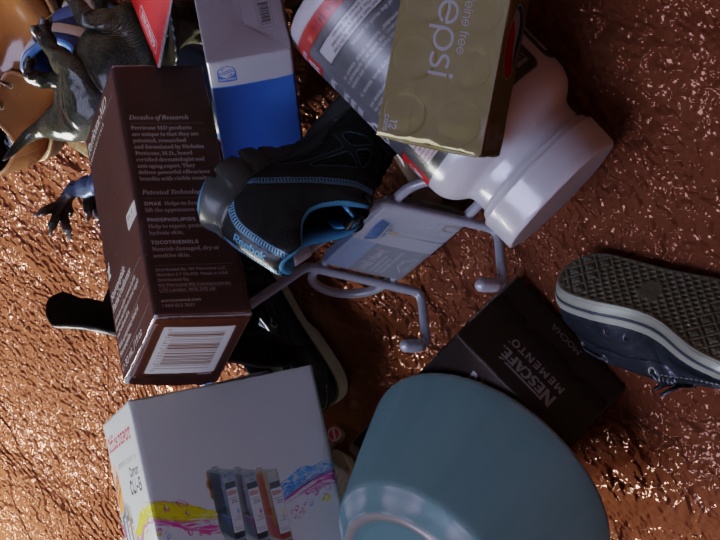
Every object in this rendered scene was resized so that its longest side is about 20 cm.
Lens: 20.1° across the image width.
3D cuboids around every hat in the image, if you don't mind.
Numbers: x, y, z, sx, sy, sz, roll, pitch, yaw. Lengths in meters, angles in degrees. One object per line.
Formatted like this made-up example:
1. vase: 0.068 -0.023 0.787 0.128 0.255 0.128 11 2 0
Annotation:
1. hat: -0.132 0.013 1.506 0.199 0.200 0.082 16 99 38

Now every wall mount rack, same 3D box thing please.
1. wall mount rack: 0.000 0.000 1.424 0.200 0.172 0.075 -41 45 52

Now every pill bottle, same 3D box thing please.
1. pill bottle: 0.060 -0.119 1.296 0.200 0.116 0.116 46 143 8

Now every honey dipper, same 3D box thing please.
1. honey dipper: 0.000 -0.126 1.420 0.038 0.038 0.201 -14 111 50

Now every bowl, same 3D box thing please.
1. bowl: 0.063 0.182 1.417 0.200 0.105 0.202 25 137 25

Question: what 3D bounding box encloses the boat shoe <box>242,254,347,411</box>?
1. boat shoe: -0.094 0.038 1.625 0.200 0.066 0.074 55 144 -4

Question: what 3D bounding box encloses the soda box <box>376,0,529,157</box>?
1. soda box: 0.064 -0.170 1.200 0.067 0.064 0.202 12 96 13

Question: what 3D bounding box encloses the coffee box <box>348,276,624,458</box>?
1. coffee box: 0.087 0.108 1.479 0.113 0.080 0.200 46 143 5

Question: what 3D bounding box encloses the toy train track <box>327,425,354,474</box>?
1. toy train track: -0.079 0.109 1.677 0.199 0.033 0.115 31 178 25

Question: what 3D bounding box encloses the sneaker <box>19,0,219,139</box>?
1. sneaker: -0.173 -0.142 1.551 0.199 0.082 0.074 25 134 27

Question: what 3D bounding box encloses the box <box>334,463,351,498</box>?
1. box: -0.050 0.203 1.691 0.199 0.037 0.144 -7 141 48

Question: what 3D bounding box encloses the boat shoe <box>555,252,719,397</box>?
1. boat shoe: 0.211 0.045 1.310 0.199 0.074 0.063 20 138 42

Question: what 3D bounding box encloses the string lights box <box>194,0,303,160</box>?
1. string lights box: -0.073 -0.124 1.399 0.201 0.058 0.103 85 174 -57

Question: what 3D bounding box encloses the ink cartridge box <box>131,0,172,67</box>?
1. ink cartridge box: -0.167 -0.268 1.390 0.177 0.044 0.201 110 146 -44

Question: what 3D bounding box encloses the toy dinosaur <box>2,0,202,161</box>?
1. toy dinosaur: -0.191 -0.146 1.476 0.102 0.200 0.077 46 -178 18

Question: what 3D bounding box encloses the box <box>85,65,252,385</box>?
1. box: -0.135 -0.033 1.404 0.100 0.074 0.202 120 144 -54

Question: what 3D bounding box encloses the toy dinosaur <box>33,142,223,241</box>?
1. toy dinosaur: -0.171 -0.083 1.575 0.181 0.105 0.202 -31 73 34

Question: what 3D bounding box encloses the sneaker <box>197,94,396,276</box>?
1. sneaker: -0.013 -0.060 1.342 0.082 0.199 0.074 40 145 23

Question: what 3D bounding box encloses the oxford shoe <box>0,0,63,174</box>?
1. oxford shoe: -0.281 -0.158 1.663 0.071 0.071 0.201 32 137 26

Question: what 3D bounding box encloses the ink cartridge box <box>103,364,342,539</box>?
1. ink cartridge box: -0.096 0.186 1.504 0.145 0.143 0.202 142 117 -71
